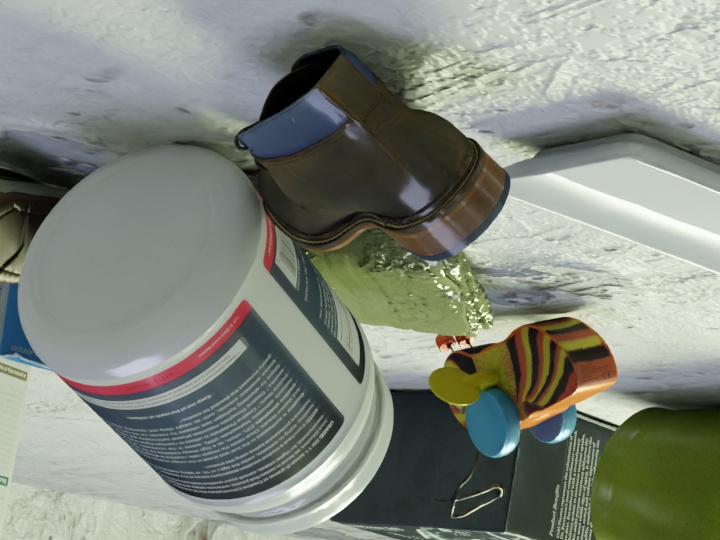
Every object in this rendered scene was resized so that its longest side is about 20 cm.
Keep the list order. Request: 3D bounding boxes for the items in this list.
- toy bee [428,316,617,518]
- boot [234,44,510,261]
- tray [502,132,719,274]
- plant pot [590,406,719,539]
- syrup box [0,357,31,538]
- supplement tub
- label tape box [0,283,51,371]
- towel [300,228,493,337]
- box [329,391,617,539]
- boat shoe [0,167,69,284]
[{"bbox_3d":[0.089,0.077,1.346,0.200,0.109,0.131,-38,156,31],"label":"toy bee"},{"bbox_3d":[-0.016,-0.063,0.898,0.097,0.075,0.200,44,164,-24],"label":"boot"},{"bbox_3d":[0.164,-0.030,0.964,0.199,0.022,0.107,18,164,-35],"label":"tray"},{"bbox_3d":[0.287,0.187,1.523,0.192,0.202,0.200,13,175,45],"label":"plant pot"},{"bbox_3d":[-0.299,0.099,1.442,0.078,0.201,0.081,4,167,22],"label":"syrup box"},{"bbox_3d":[-0.077,0.041,1.056,0.140,0.141,0.200,1,147,31],"label":"supplement tub"},{"bbox_3d":[-0.174,0.035,1.290,0.143,0.067,0.200,15,178,-23],"label":"label tape box"},{"bbox_3d":[0.000,0.000,1.182,0.147,0.037,0.200,7,168,12],"label":"towel"},{"bbox_3d":[0.115,0.184,1.733,0.199,0.125,0.196,-3,161,42],"label":"box"},{"bbox_3d":[-0.192,-0.025,1.161,0.075,0.075,0.202,29,178,25],"label":"boat shoe"}]
